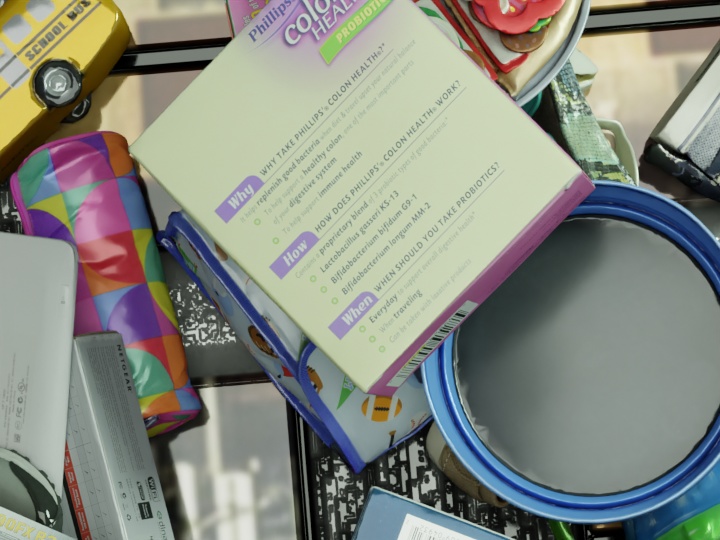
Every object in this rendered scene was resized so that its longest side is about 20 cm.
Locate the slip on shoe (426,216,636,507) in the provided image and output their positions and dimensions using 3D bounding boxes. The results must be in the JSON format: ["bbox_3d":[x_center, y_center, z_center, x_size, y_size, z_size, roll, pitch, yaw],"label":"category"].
[{"bbox_3d":[0.121,0.055,1.645,0.200,0.076,0.061,-51,49,5],"label":"slip on shoe"}]

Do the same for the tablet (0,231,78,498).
[{"bbox_3d":[-0.229,0.075,1.618,0.129,0.014,0.201,8,96,31],"label":"tablet"}]

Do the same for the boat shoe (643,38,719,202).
[{"bbox_3d":[0.272,-0.125,1.710,0.093,0.075,0.200,37,93,-2],"label":"boat shoe"}]

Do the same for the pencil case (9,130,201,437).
[{"bbox_3d":[-0.161,0.015,1.684,0.088,0.088,0.201,-15,81,-1],"label":"pencil case"}]

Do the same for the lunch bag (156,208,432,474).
[{"bbox_3d":[0.000,0.000,1.666,0.170,0.124,0.200,-37,90,-9],"label":"lunch bag"}]

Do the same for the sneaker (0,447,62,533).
[{"bbox_3d":[-0.269,0.131,1.583,0.199,0.079,0.074,17,102,15],"label":"sneaker"}]

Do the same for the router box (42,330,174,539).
[{"bbox_3d":[-0.203,0.157,1.643,0.179,0.049,0.201,-19,83,30],"label":"router box"}]

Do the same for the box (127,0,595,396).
[{"bbox_3d":[0.002,-0.059,1.548,0.200,0.097,0.176,45,94,9],"label":"box"}]

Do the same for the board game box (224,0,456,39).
[{"bbox_3d":[0.007,-0.206,1.699,0.199,0.040,0.154,-14,60,1],"label":"board game box"}]

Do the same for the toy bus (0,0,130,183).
[{"bbox_3d":[-0.233,-0.104,1.708,0.200,0.065,0.078,-44,85,-4],"label":"toy bus"}]

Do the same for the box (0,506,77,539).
[{"bbox_3d":[-0.246,0.195,1.552,0.199,0.159,0.048,23,41,0],"label":"box"}]

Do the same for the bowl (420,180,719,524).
[{"bbox_3d":[0.135,0.048,1.588,0.199,0.039,0.202,-1,83,8],"label":"bowl"}]

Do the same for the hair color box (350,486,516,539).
[{"bbox_3d":[0.041,0.177,1.605,0.100,0.200,0.061,21,83,3],"label":"hair color box"}]

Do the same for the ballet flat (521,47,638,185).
[{"bbox_3d":[0.129,-0.098,1.710,0.074,0.074,0.201,-21,79,-2],"label":"ballet flat"}]

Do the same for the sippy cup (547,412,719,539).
[{"bbox_3d":[0.205,0.112,1.654,0.177,0.140,0.131,-9,68,-42],"label":"sippy cup"}]

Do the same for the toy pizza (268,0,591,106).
[{"bbox_3d":[0.041,-0.178,1.634,0.199,0.032,0.201,-2,70,5],"label":"toy pizza"}]
